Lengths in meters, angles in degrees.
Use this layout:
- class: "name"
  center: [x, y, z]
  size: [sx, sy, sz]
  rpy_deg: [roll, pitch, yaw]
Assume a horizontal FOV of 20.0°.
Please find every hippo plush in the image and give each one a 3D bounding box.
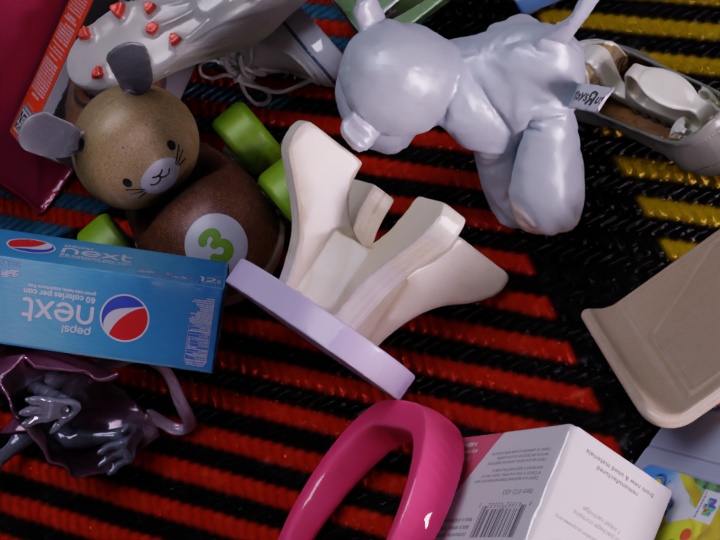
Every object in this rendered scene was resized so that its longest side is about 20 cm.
- class: "hippo plush"
  center: [0.063, -0.100, 1.343]
  size: [0.160, 0.200, 0.160]
  rpy_deg: [-2, 88, -9]

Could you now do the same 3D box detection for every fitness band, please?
- class: "fitness band"
  center: [0.004, 0.148, 1.253]
  size: [0.144, 0.037, 0.200]
  rpy_deg: [-58, 14, -9]

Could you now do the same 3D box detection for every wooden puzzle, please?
- class: "wooden puzzle"
  center: [0.243, 0.014, 1.239]
  size: [0.200, 0.037, 0.185]
  rpy_deg: [-31, 19, 5]

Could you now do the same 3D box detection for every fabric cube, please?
- class: "fabric cube"
  center: [-0.310, -0.199, 1.632]
  size: [0.199, 0.196, 0.200]
  rpy_deg: [34, 87, 42]

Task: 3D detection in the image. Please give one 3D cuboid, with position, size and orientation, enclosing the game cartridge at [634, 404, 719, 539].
- class: "game cartridge"
  center: [0.183, 0.168, 1.165]
  size: [0.200, 0.040, 0.133]
  rpy_deg: [-60, 25, -12]

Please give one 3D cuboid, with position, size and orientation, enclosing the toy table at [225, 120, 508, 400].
- class: "toy table"
  center: [0.000, 0.000, 1.344]
  size: [0.117, 0.184, 0.200]
  rpy_deg: [-55, 32, -4]

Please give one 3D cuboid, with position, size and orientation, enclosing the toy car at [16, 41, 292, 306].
- class: "toy car"
  center: [-0.149, -0.074, 1.455]
  size: [0.164, 0.200, 0.158]
  rpy_deg: [-40, 47, -1]

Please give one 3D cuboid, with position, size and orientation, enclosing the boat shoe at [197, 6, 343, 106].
- class: "boat shoe"
  center: [-0.085, -0.173, 1.577]
  size: [0.086, 0.075, 0.202]
  rpy_deg: [-44, 44, -6]

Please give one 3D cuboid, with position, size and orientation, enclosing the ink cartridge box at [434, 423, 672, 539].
- class: "ink cartridge box"
  center: [0.074, 0.198, 1.171]
  size: [0.145, 0.084, 0.200]
  rpy_deg: [-16, 44, 59]

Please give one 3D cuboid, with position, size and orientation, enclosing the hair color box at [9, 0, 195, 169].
- class: "hair color box"
  center: [-0.179, -0.171, 1.558]
  size: [0.200, 0.101, 0.061]
  rpy_deg: [-64, 27, 9]

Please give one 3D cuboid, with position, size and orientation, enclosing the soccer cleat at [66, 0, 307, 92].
- class: "soccer cleat"
  center: [-0.120, -0.178, 1.498]
  size: [0.200, 0.078, 0.069]
  rpy_deg: [-26, 66, 10]

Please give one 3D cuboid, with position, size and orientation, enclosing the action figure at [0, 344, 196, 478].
- class: "action figure"
  center: [-0.232, 0.067, 1.458]
  size: [0.149, 0.134, 0.200]
  rpy_deg: [-26, 28, -19]

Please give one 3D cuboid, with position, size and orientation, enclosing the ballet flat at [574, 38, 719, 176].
- class: "ballet flat"
  center: [0.184, -0.127, 1.392]
  size: [0.067, 0.064, 0.200]
  rpy_deg: [-49, 48, -10]

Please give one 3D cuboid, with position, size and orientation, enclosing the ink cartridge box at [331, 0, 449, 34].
- class: "ink cartridge box"
  center: [0.022, -0.236, 1.569]
  size: [0.104, 0.059, 0.200]
  rpy_deg: [-36, 47, 3]

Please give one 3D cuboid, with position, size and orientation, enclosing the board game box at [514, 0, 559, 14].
- class: "board game box"
  center: [0.145, -0.304, 1.450]
  size: [0.159, 0.200, 0.097]
  rpy_deg: [-20, 49, 16]

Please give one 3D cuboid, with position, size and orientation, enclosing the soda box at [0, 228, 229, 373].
- class: "soda box"
  center: [-0.193, 0.018, 1.399]
  size: [0.199, 0.064, 0.068]
  rpy_deg: [9, 15, -4]
